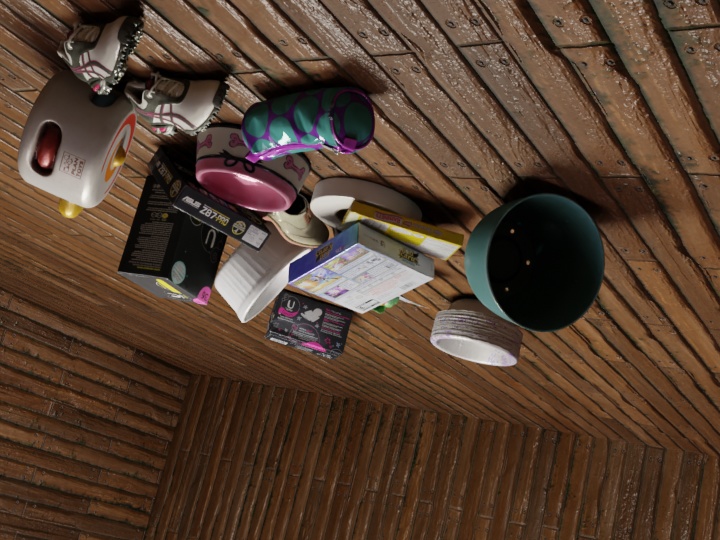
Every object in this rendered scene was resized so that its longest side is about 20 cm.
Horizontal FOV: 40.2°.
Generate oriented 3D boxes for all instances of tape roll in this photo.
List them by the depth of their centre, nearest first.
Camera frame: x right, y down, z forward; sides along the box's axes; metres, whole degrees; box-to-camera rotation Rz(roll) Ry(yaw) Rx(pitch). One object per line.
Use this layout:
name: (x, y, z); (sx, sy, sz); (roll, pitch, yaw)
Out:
tape roll: (0.010, -0.103, 1.717); (0.199, 0.038, 0.203); (14, 164, 4)

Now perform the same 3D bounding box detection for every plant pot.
plant pot: (0.251, -0.015, 1.519); (0.197, 0.204, 0.161); (20, 177, -17)

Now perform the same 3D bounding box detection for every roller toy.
roller toy: (-0.425, -0.196, 1.501); (0.138, 0.203, 0.183); (23, 160, -4)

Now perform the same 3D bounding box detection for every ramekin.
ramekin: (-0.198, -0.004, 1.954); (0.098, 0.201, 0.201); (43, 165, 5)

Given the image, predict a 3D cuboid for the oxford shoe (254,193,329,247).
oxford shoe: (-0.115, -0.097, 1.794); (0.073, 0.072, 0.199); (-4, 156, 40)

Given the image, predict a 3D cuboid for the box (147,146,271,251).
box: (-0.266, -0.125, 1.734); (0.199, 0.049, 0.161); (29, -168, -39)

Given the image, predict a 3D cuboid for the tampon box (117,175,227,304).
tampon box: (-0.354, -0.058, 1.905); (0.124, 0.204, 0.150); (7, 163, 26)

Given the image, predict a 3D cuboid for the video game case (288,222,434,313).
video game case: (0.000, 0.000, 1.735); (0.179, 0.046, 0.199); (22, 146, -35)

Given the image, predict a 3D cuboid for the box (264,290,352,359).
box: (-0.135, 0.142, 2.543); (0.197, 0.117, 0.132); (19, 165, -9)

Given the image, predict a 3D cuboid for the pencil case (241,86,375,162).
pencil case: (-0.076, -0.200, 1.363); (0.198, 0.094, 0.085); (0, 159, 45)

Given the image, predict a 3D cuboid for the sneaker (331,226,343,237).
sneaker: (0.026, -0.047, 1.863); (0.086, 0.078, 0.200); (-33, 125, 24)

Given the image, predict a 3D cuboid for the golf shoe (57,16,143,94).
golf shoe: (-0.349, -0.294, 1.308); (0.087, 0.078, 0.199); (30, 159, -21)

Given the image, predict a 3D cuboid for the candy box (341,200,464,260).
candy box: (0.070, -0.066, 1.668); (0.196, 0.027, 0.102); (17, 167, -7)

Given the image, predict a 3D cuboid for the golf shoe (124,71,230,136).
golf shoe: (-0.269, -0.245, 1.425); (0.198, 0.078, 0.088); (-3, 150, 46)

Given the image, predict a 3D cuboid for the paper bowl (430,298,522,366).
paper bowl: (0.258, 0.130, 2.154); (0.197, 0.106, 0.201); (14, 165, 4)

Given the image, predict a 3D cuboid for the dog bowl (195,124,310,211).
dog bowl: (-0.185, -0.163, 1.626); (0.196, 0.075, 0.200); (13, 164, 4)

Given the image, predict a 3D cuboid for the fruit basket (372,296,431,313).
fruit basket: (0.025, 0.041, 2.038); (0.183, 0.095, 0.199); (24, -178, -30)
